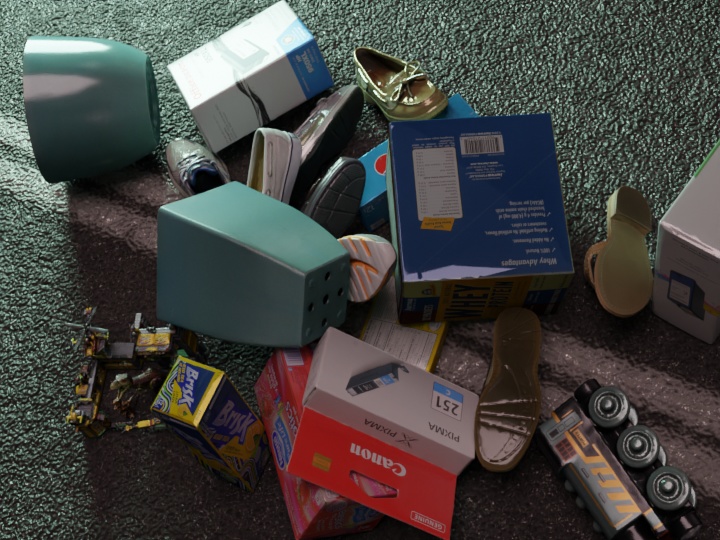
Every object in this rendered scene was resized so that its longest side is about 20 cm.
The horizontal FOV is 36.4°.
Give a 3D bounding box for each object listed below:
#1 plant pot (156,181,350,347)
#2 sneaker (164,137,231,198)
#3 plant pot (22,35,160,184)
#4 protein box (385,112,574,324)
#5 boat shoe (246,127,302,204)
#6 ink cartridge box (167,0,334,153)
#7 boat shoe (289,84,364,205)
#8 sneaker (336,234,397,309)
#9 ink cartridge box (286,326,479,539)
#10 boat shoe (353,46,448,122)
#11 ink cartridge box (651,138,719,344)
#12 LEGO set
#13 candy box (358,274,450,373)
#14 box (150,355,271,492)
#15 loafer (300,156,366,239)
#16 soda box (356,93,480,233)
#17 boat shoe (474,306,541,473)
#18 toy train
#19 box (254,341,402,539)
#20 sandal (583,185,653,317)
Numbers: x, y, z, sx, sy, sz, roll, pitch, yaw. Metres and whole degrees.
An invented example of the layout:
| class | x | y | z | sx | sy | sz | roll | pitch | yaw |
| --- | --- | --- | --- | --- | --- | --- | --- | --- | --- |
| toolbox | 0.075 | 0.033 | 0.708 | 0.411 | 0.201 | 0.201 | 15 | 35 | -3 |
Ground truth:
| class | x | y | z | sx | sy | sz | roll | pitch | yaw |
| --- | --- | --- | --- | --- | --- | --- | --- | --- | --- |
| plant pot | -0.117 | 0.005 | 1.268 | 0.198 | 0.144 | 0.141 | 21 | 28 | 30 |
| sneaker | -0.211 | -0.126 | 1.486 | 0.077 | 0.086 | 0.200 | -37 | 58 | -8 |
| plant pot | -0.366 | -0.230 | 1.529 | 0.158 | 0.202 | 0.204 | -5 | 59 | -3 |
| protein box | 0.134 | -0.060 | 1.293 | 0.194 | 0.135 | 0.204 | -4 | 68 | -2 |
| boat shoe | -0.137 | -0.083 | 1.394 | 0.074 | 0.085 | 0.206 | 18 | 94 | 53 |
| ink cartridge box | -0.156 | -0.274 | 1.538 | 0.198 | 0.085 | 0.145 | -30 | 41 | -3 |
| boat shoe | -0.070 | -0.178 | 1.488 | 0.064 | 0.075 | 0.203 | 33 | 80 | 23 |
| sneaker | 0.000 | 0.000 | 1.308 | 0.076 | 0.200 | 0.079 | -20 | 84 | -27 |
| ink cartridge box | 0.030 | 0.174 | 1.190 | 0.197 | 0.045 | 0.178 | 25 | 42 | -11 |
| boat shoe | 0.045 | -0.248 | 1.463 | 0.073 | 0.063 | 0.199 | -37 | 35 | -14 |
| ink cartridge box | 0.396 | -0.033 | 1.210 | 0.087 | 0.201 | 0.146 | 32 | 71 | 24 |
| LEGO set | -0.283 | 0.125 | 1.343 | 0.196 | 0.116 | 0.156 | 4 | 62 | 17 |
| candy box | 0.067 | 0.041 | 1.354 | 0.101 | 0.027 | 0.203 | 11 | 64 | 23 |
| box | -0.161 | 0.176 | 1.233 | 0.063 | 0.201 | 0.071 | 16 | 65 | 23 |
| loafer | -0.059 | -0.055 | 1.383 | 0.063 | 0.071 | 0.203 | 33 | 103 | 46 |
| soda box | 0.070 | -0.142 | 1.435 | 0.198 | 0.064 | 0.068 | -34 | 58 | -6 |
| boat shoe | 0.172 | 0.142 | 1.246 | 0.070 | 0.066 | 0.204 | 5 | 59 | 12 |
| toy train | 0.275 | 0.215 | 1.175 | 0.113 | 0.085 | 0.201 | -37 | 60 | 6 |
| box | -0.040 | 0.188 | 1.238 | 0.101 | 0.095 | 0.202 | -1 | 53 | -29 |
| sandal | 0.301 | -0.006 | 1.306 | 0.077 | 0.070 | 0.214 | 29 | 47 | -9 |
